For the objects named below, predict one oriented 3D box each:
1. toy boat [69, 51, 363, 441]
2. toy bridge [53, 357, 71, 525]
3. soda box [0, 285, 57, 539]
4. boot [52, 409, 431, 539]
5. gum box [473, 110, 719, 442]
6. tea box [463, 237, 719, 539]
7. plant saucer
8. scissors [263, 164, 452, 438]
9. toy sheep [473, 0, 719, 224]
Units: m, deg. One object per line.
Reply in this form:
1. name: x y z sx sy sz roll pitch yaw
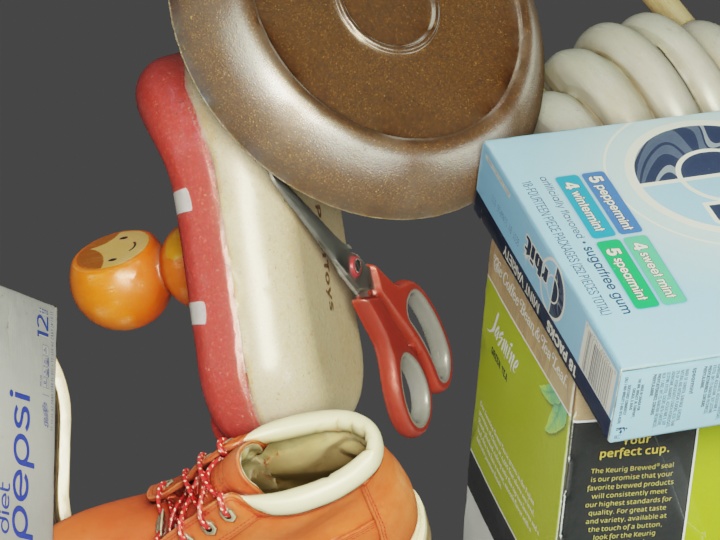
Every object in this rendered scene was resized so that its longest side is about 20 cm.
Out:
1. toy boat: -0.079 -0.005 1.393 0.130 0.130 0.201 -9 86 15
2. toy bridge: -0.178 0.059 1.396 0.067 0.027 0.200 -28 93 -16
3. soda box: -0.183 0.109 1.317 0.063 0.068 0.201 -6 77 22
4. boot: -0.073 0.114 1.332 0.199 0.107 0.075 -14 57 3
5. gum box: 0.174 -0.007 1.300 0.199 0.170 0.045 -7 130 -17
6. tea box: 0.166 0.088 1.382 0.199 0.134 0.197 -4 122 -15
7. plant saucer: 0.006 -0.121 1.346 0.200 0.032 0.201 12 64 -25
8. scissors: 0.000 0.000 1.387 0.200 0.014 0.073 61 36 -37
9. toy sheep: 0.146 -0.070 1.438 0.200 0.138 0.138 -28 91 -11
